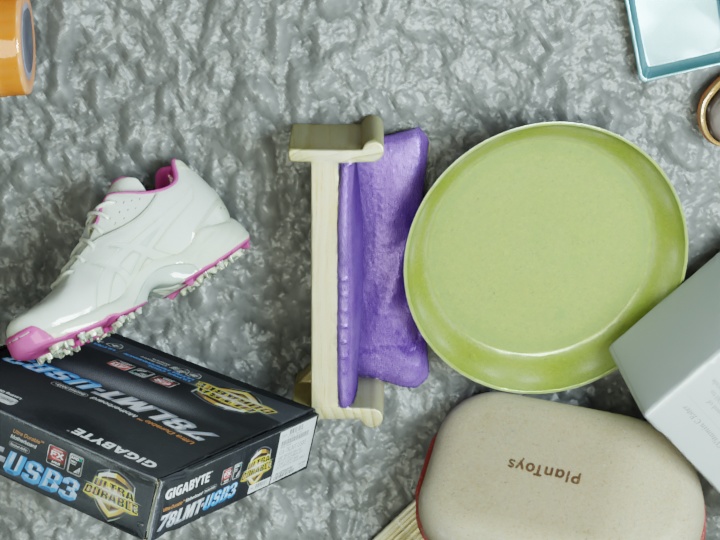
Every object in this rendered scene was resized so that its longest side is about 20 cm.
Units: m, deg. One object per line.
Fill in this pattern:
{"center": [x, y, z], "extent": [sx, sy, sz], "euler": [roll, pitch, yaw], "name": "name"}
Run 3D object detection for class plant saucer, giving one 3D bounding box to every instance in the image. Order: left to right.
{"center": [0.125, -0.012, 1.580], "extent": [0.199, 0.031, 0.201], "euler": [-3, 112, -8], "name": "plant saucer"}
{"center": [0.202, -0.230, 1.538], "extent": [0.070, 0.019, 0.201], "euler": [-12, 106, 4], "name": "plant saucer"}

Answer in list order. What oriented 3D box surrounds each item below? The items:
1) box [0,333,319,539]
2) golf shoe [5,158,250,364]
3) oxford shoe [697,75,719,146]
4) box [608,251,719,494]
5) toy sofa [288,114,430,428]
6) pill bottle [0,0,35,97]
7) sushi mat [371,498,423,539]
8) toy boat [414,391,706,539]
{"center": [-0.160, 0.100, 1.507], "extent": [0.199, 0.198, 0.050], "euler": [20, 106, 25], "name": "box"}
{"center": [-0.168, -0.007, 1.541], "extent": [0.075, 0.200, 0.092], "euler": [-28, 92, 50], "name": "golf shoe"}
{"center": [0.323, -0.128, 1.537], "extent": [0.199, 0.073, 0.072], "euler": [-21, 105, 6], "name": "oxford shoe"}
{"center": [0.298, 0.059, 1.561], "extent": [0.200, 0.106, 0.152], "euler": [-40, 114, 11], "name": "box"}
{"center": [0.000, 0.000, 1.572], "extent": [0.097, 0.083, 0.201], "euler": [1, 106, 2], "name": "toy sofa"}
{"center": [-0.317, -0.148, 1.520], "extent": [0.199, 0.106, 0.107], "euler": [-1, 106, 1], "name": "pill bottle"}
{"center": [0.029, 0.239, 1.675], "extent": [0.096, 0.012, 0.200], "euler": [44, 102, -10], "name": "sushi mat"}
{"center": [0.142, 0.173, 1.607], "extent": [0.199, 0.131, 0.131], "euler": [11, 152, 16], "name": "toy boat"}
